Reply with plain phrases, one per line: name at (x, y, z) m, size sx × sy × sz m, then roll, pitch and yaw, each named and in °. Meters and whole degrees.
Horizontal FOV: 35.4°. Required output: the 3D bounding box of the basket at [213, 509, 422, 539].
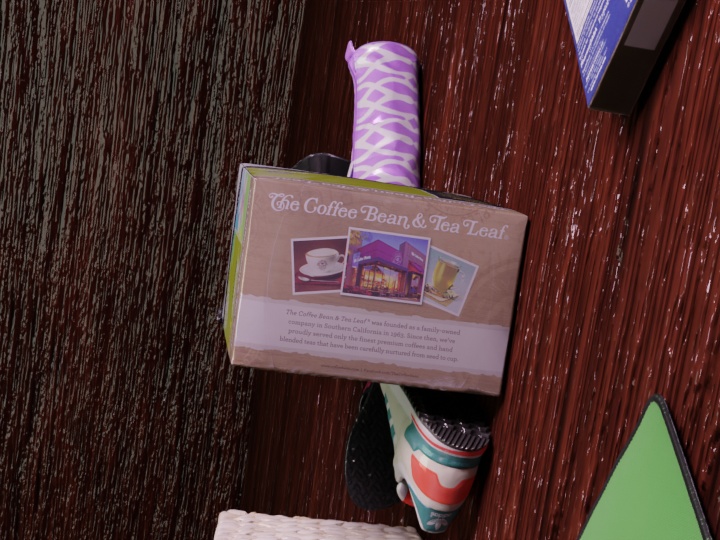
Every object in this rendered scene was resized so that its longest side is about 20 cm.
basket at (-0.037, 0.314, 0.904) m, size 0.161 × 0.194 × 0.204 m, roll -148°, pitch 65°, yaw -84°

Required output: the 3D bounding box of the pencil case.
pencil case at (0.021, -0.144, 1.181) m, size 0.084 × 0.084 × 0.203 m, roll 110°, pitch 165°, yaw -59°

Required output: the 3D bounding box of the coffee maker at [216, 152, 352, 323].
coffee maker at (-0.043, -0.015, 1.185) m, size 0.133 × 0.191 × 0.203 m, roll -20°, pitch 54°, yaw 30°

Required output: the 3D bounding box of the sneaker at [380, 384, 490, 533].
sneaker at (0.044, 0.131, 0.890) m, size 0.200 × 0.069 × 0.095 m, roll -121°, pitch 45°, yaw -71°

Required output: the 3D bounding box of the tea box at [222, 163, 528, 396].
tea box at (0.000, 0.000, 0.860) m, size 0.197 × 0.196 × 0.136 m, roll -140°, pitch 57°, yaw -79°

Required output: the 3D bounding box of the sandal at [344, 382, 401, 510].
sandal at (0.033, 0.113, 0.998) m, size 0.045 × 0.074 × 0.204 m, roll 107°, pitch 175°, yaw -75°

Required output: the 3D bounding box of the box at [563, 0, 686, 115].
box at (0.144, -0.201, 0.630) m, size 0.122 × 0.032 × 0.202 m, roll 107°, pitch 164°, yaw -47°

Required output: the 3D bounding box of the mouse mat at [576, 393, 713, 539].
mouse mat at (0.128, 0.182, 0.543) m, size 0.162 × 0.007 × 0.202 m, roll -94°, pitch 13°, yaw -49°
